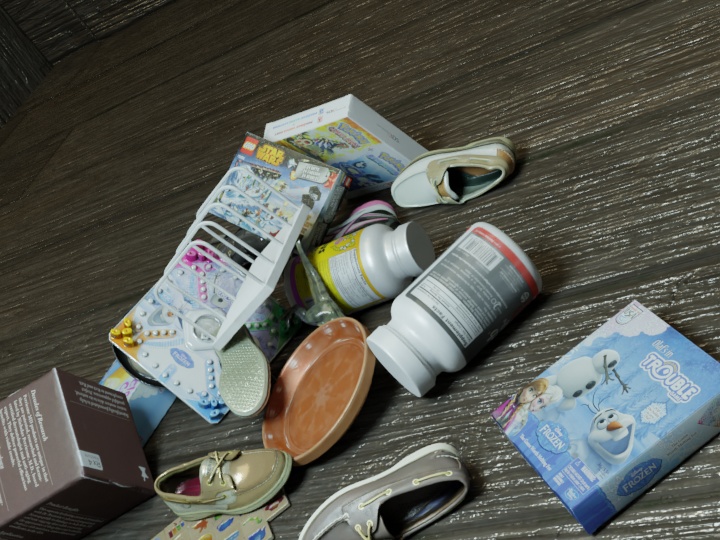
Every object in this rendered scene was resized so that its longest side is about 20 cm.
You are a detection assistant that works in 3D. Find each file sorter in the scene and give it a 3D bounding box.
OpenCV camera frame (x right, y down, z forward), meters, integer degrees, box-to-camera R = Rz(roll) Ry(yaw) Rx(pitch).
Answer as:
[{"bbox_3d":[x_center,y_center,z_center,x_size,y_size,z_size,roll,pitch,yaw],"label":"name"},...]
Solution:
[{"bbox_3d":[-0.176,-0.023,1.665,0.139,0.124,0.200,-47,14,35],"label":"file sorter"}]

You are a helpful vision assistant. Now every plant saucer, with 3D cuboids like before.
[{"bbox_3d":[-0.049,0.153,1.538,0.200,0.032,0.200,-40,31,30],"label":"plant saucer"}]

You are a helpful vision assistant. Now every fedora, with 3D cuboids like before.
[{"bbox_3d":[-0.268,0.076,1.813,0.200,0.092,0.201,3,52,-4],"label":"fedora"}]

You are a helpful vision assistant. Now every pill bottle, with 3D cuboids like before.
[{"bbox_3d":[0.000,0.000,1.686,0.200,0.104,0.104,-21,31,30],"label":"pill bottle"},{"bbox_3d":[0.109,0.047,1.461,0.200,0.116,0.116,-43,27,-10],"label":"pill bottle"}]

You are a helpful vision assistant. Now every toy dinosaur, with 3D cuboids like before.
[{"bbox_3d":[-0.056,0.065,1.644,0.088,0.200,0.047,-42,-21,33],"label":"toy dinosaur"}]

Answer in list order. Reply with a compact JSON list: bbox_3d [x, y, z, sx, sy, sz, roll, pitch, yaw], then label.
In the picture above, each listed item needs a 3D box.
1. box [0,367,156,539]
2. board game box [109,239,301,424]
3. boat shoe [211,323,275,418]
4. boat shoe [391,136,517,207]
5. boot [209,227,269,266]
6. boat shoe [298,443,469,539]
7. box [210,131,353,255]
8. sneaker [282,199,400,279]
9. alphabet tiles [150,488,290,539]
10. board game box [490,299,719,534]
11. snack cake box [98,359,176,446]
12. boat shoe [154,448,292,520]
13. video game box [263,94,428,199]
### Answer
[{"bbox_3d":[-0.417,0.263,1.656,0.200,0.166,0.164,-31,61,13],"label":"box"},{"bbox_3d":[-0.218,0.081,1.746,0.200,0.200,0.026,-49,-8,-22],"label":"board game box"},{"bbox_3d":[-0.152,0.137,1.636,0.075,0.062,0.200,-30,31,0],"label":"boat shoe"},{"bbox_3d":[0.127,-0.133,1.773,0.200,0.075,0.068,-21,25,28],"label":"boat shoe"},{"bbox_3d":[-0.229,0.014,2.006,0.200,0.069,0.174,-16,36,51],"label":"boot"},{"bbox_3d":[0.024,0.256,1.289,0.200,0.072,0.060,-31,23,1],"label":"boat shoe"},{"bbox_3d":[-0.119,-0.111,1.817,0.200,0.040,0.137,26,89,36],"label":"box"},{"bbox_3d":[-0.027,-0.027,1.792,0.200,0.080,0.086,-39,28,1],"label":"sneaker"},{"bbox_3d":[-0.175,0.321,1.504,0.200,0.008,0.167,-38,26,0],"label":"alphabet tiles"},{"bbox_3d":[0.251,0.137,1.221,0.199,0.043,0.200,-37,26,-2],"label":"board game box"},{"bbox_3d":[-0.347,0.199,1.845,0.115,0.067,0.200,-13,36,42],"label":"snack cake box"},{"bbox_3d":[-0.172,0.257,1.507,0.200,0.066,0.074,-25,41,31],"label":"boat shoe"},{"bbox_3d":[-0.018,-0.186,1.903,0.182,0.200,0.047,-16,56,40],"label":"video game box"}]
